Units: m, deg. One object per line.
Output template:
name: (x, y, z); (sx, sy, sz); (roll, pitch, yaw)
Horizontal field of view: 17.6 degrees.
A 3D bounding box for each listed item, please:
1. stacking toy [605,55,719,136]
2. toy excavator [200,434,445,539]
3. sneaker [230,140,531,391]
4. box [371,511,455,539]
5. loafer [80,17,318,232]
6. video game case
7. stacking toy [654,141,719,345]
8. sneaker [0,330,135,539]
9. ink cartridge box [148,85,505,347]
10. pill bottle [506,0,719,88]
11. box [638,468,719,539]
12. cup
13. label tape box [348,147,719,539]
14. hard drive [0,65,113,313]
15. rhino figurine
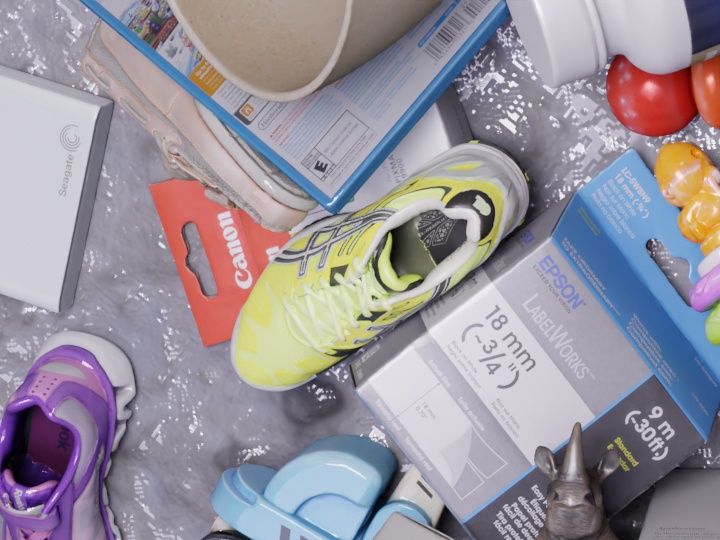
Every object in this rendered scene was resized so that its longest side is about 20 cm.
stacking toy: (0.224, -0.106, 1.219); (0.199, 0.085, 0.086); (-4, 103, 22)
toy excavator: (0.020, 0.134, 1.338); (0.194, 0.100, 0.201); (29, 101, 7)
sneaker: (0.000, 0.000, 1.259); (0.200, 0.076, 0.076); (-39, 92, 23)
box: (0.065, 0.221, 1.283); (0.068, 0.200, 0.082); (24, 71, 45)
loafer: (-0.092, -0.080, 1.293); (0.063, 0.072, 0.200); (-52, 53, 19)
video game case: (-0.040, -0.144, 1.235); (0.200, 0.018, 0.143); (40, 87, 19)
stacking toy: (0.218, 0.016, 1.235); (0.200, 0.116, 0.110); (54, 139, 9)
sneaker: (-0.189, 0.141, 1.400); (0.080, 0.088, 0.201); (10, 107, 13)
ink cartridge box: (-0.025, -0.024, 1.327); (0.199, 0.050, 0.110); (-16, 98, 19)
pill bottle: (0.173, -0.165, 1.165); (0.199, 0.111, 0.112); (-22, 97, -2)
box: (0.197, 0.195, 1.233); (0.097, 0.200, 0.125); (0, 104, 13)
cup: (-0.007, -0.199, 1.148); (0.200, 0.143, 0.201); (35, 135, 43)
label tape box: (0.114, 0.052, 1.257); (0.200, 0.063, 0.144); (-38, 98, 3)
hard drive: (-0.255, -0.067, 1.400); (0.199, 0.027, 0.133); (18, 108, 12)
rhino figurine: (0.111, 0.166, 1.203); (0.059, 0.088, 0.201); (2, 117, 13)
